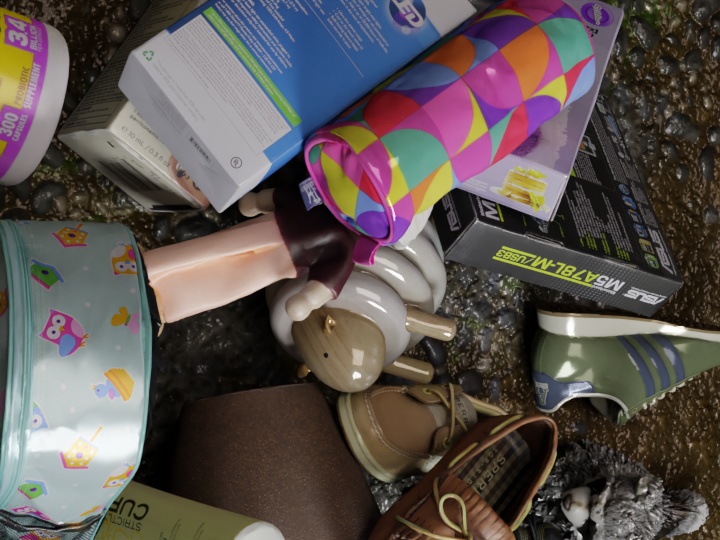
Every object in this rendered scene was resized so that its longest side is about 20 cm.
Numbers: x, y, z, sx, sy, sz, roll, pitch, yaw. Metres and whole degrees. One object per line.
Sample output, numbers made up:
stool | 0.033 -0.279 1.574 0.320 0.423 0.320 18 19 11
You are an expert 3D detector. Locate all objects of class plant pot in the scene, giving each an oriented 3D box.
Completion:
plant pot | -0.057 0.181 0.998 0.186 0.187 0.201 -4 81 -30

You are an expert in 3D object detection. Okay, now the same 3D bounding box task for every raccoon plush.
raccoon plush | 0.230 0.181 1.177 0.199 0.134 0.097 -6 93 -30

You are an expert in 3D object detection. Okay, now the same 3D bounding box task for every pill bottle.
pill bottle | -0.281 -0.124 0.886 0.199 0.104 0.105 16 83 -30

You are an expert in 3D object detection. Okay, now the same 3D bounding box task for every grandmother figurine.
grandmother figurine | -0.046 -0.017 0.946 0.199 0.122 0.061 -21 145 -5

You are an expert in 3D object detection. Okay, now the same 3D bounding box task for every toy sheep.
toy sheep | 0.000 0.000 1.039 0.138 0.138 0.201 36 39 -26

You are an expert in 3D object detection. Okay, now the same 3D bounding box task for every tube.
tube | -0.130 0.166 0.932 0.058 0.199 0.052 -54 128 -28

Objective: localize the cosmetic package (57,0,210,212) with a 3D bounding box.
cosmetic package | -0.098 -0.143 0.995 0.087 0.103 0.200 39 74 -24

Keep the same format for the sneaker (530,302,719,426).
sneaker | 0.216 0.080 1.212 0.199 0.067 0.090 7 96 -30

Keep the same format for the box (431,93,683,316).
box | 0.125 -0.073 1.095 0.192 0.048 0.201 13 44 -30

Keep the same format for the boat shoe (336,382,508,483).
boat shoe | 0.051 0.108 1.063 0.200 0.066 0.074 17 50 -61

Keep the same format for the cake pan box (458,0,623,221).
cake pan box | 0.075 -0.141 1.037 0.183 0.052 0.200 23 48 4

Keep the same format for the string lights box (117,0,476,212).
string lights box | -0.037 -0.137 0.923 0.200 0.059 0.103 -38 90 -23

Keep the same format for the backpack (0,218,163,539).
backpack | -0.195 0.063 0.866 0.153 0.200 0.177 9 60 -29

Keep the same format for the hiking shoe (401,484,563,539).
hiking shoe | 0.093 0.191 1.073 0.200 0.100 0.076 33 52 -65

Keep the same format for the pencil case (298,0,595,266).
pencil case | 0.054 -0.092 0.912 0.200 0.088 0.089 -38 109 -25

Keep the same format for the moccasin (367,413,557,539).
moccasin | 0.066 0.161 0.953 0.074 0.078 0.201 54 48 -2
